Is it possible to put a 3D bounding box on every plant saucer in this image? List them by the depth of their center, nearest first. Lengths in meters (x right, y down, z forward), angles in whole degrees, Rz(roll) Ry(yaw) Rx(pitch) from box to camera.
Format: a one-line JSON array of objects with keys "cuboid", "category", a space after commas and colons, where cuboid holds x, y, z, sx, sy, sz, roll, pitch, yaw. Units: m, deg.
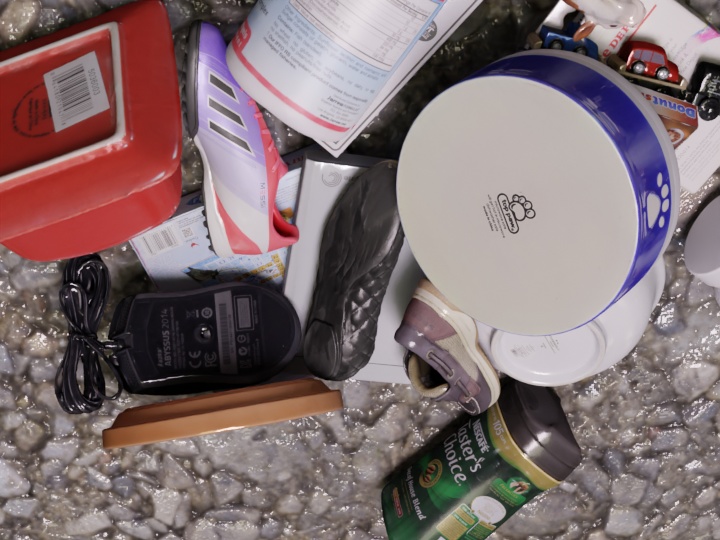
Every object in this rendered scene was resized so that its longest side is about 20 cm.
[{"cuboid": [-0.114, 0.116, 0.987, 0.199, 0.200, 0.033, -10, 84, 1], "category": "plant saucer"}]

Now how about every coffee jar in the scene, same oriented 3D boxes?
[{"cuboid": [0.115, 0.193, 1.131, 0.085, 0.105, 0.200, 39, 109, -25], "category": "coffee jar"}]

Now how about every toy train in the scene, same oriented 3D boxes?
[{"cuboid": [0.215, -0.152, 0.912, 0.199, 0.034, 0.046, 12, 115, -10], "category": "toy train"}]

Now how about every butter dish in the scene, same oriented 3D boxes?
[{"cuboid": [-0.213, -0.082, 0.931, 0.198, 0.201, 0.148, -19, 141, 8], "category": "butter dish"}]

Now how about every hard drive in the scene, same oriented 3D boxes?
[{"cuboid": [0.002, 0.002, 1.016, 0.131, 0.027, 0.201, 6, 116, -10], "category": "hard drive"}]

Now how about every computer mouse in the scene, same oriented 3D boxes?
[{"cuboid": [-0.150, 0.054, 0.998, 0.198, 0.140, 0.053, 1, 162, -7], "category": "computer mouse"}]

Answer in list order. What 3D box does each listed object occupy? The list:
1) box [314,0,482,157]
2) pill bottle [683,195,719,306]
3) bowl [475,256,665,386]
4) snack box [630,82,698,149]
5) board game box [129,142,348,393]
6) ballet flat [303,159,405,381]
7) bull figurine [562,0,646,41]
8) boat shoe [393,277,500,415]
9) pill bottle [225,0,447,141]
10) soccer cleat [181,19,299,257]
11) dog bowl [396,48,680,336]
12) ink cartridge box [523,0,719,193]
[{"cuboid": [0.004, -0.201, 0.932, 0.116, 0.060, 0.200, 39, 110, -21], "category": "box"}, {"cuboid": [0.386, 0.013, 1.048, 0.199, 0.113, 0.113, 30, 113, -19], "category": "pill bottle"}, {"cuboid": [0.161, 0.034, 1.021, 0.199, 0.091, 0.202, 5, 135, 5], "category": "bowl"}, {"cuboid": [0.189, -0.084, 0.968, 0.071, 0.024, 0.200, 16, 152, -12], "category": "snack box"}, {"cuboid": [-0.071, 0.008, 1.051, 0.199, 0.041, 0.200, -20, 118, 6], "category": "board game box"}, {"cuboid": [0.000, 0.000, 0.980, 0.066, 0.057, 0.201, 32, 117, 27], "category": "ballet flat"}, {"cuboid": [0.131, -0.254, 0.845, 0.065, 0.121, 0.201, -31, 78, 13], "category": "bull figurine"}, {"cuboid": [0.068, 0.077, 1.006, 0.065, 0.072, 0.200, -45, 152, -11], "category": "boat shoe"}, {"cuboid": [0.000, -0.198, 0.838, 0.108, 0.109, 0.200, 31, 112, -19], "category": "pill bottle"}, {"cuboid": [-0.093, -0.101, 0.926, 0.073, 0.068, 0.201, -3, 123, 5], "category": "soccer cleat"}, {"cuboid": [0.128, -0.056, 0.883, 0.199, 0.079, 0.201, 16, 119, 30], "category": "dog bowl"}, {"cuboid": [0.225, -0.166, 0.964, 0.199, 0.067, 0.117, 31, 112, -19], "category": "ink cartridge box"}]
